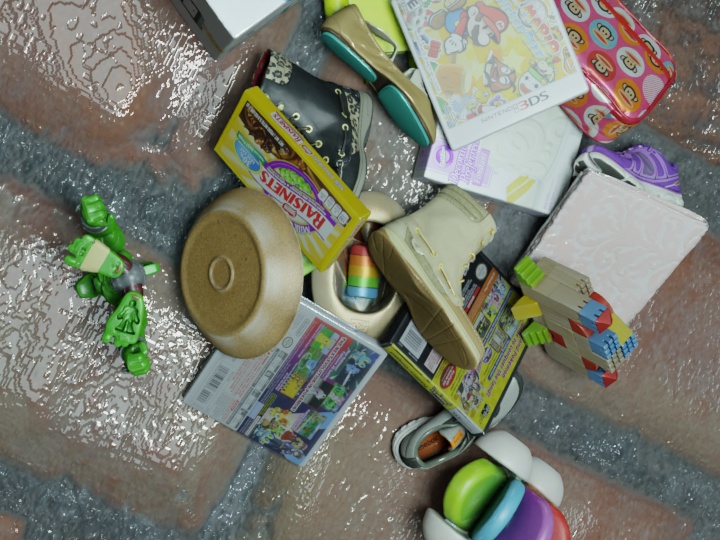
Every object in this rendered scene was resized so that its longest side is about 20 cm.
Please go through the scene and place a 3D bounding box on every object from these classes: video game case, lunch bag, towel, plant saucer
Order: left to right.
[{"bbox_3d":[-0.151,0.004,1.106,0.035,0.199,0.203,-1,96,-52],"label":"plant saucer"},{"bbox_3d":[-0.094,0.128,1.175,0.181,0.023,0.201,31,109,-14],"label":"video game case"},{"bbox_3d":[0.134,0.076,1.212,0.181,0.025,0.201,44,58,-18],"label":"video game case"},{"bbox_3d":[0.156,-0.274,1.156,0.181,0.023,0.202,-23,92,11],"label":"video game case"},{"bbox_3d":[0.309,-0.283,1.227,0.200,0.082,0.176,46,59,-3],"label":"lunch bag"},{"bbox_3d":[0.322,-0.024,1.247,0.190,0.032,0.201,23,123,-14],"label":"towel"}]

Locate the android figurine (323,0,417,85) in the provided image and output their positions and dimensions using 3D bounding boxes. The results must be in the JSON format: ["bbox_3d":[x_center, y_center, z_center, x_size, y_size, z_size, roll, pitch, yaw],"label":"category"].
[{"bbox_3d":[0.041,-0.339,1.200,0.180,0.041,0.202,-6,97,-13],"label":"android figurine"}]

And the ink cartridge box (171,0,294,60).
[{"bbox_3d":[-0.140,-0.348,1.072,0.146,0.200,0.147,-37,103,-8],"label":"ink cartridge box"}]

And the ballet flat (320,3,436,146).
[{"bbox_3d":[0.037,-0.242,1.158,0.200,0.069,0.063,46,76,-16],"label":"ballet flat"}]

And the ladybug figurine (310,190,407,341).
[{"bbox_3d":[0.000,0.000,1.198,0.134,0.072,0.202,10,92,-15],"label":"ladybug figurine"}]

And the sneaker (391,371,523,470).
[{"bbox_3d":[0.137,0.200,1.244,0.199,0.079,0.074,-35,99,-10],"label":"sneaker"}]

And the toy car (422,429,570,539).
[{"bbox_3d":[0.192,0.320,1.213,0.176,0.150,0.200,-52,129,-4],"label":"toy car"}]

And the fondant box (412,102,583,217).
[{"bbox_3d":[0.182,-0.163,1.238,0.198,0.058,0.146,14,90,-13],"label":"fondant box"}]

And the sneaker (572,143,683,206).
[{"bbox_3d":[0.355,-0.135,1.265,0.199,0.080,0.084,13,76,-40],"label":"sneaker"}]

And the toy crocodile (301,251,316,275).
[{"bbox_3d":[-0.099,-0.089,1.149,0.067,0.062,0.202,-26,78,12],"label":"toy crocodile"}]

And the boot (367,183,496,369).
[{"bbox_3d":[0.119,0.004,1.158,0.155,0.073,0.201,-34,86,-33],"label":"boot"}]

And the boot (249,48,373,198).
[{"bbox_3d":[-0.068,-0.156,1.127,0.153,0.073,0.205,24,57,-26],"label":"boot"}]

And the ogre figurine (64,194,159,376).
[{"bbox_3d":[-0.283,0.015,1.106,0.098,0.120,0.201,-35,100,-4],"label":"ogre figurine"}]

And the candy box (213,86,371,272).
[{"bbox_3d":[-0.081,-0.103,1.083,0.200,0.102,0.026,48,44,11],"label":"candy box"}]

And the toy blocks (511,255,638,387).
[{"bbox_3d":[0.283,0.073,1.196,0.100,0.136,0.201,-43,132,-15],"label":"toy blocks"}]
